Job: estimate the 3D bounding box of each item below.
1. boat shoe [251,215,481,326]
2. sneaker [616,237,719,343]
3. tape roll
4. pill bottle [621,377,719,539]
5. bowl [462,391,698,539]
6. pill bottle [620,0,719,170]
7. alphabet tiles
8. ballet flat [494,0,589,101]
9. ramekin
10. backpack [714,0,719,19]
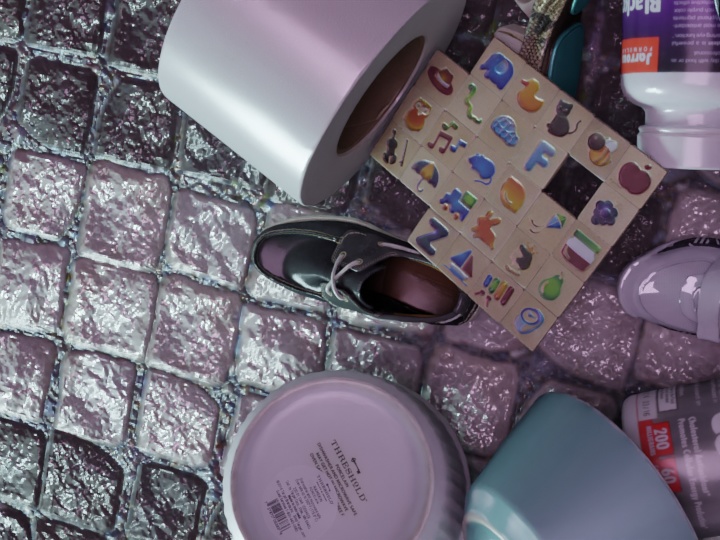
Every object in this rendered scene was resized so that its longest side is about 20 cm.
[{"bbox_3d":[0.000,0.000,1.004,0.199,0.068,0.072,15,102,16],"label":"boat shoe"},{"bbox_3d":[0.283,0.024,0.896,0.199,0.115,0.076,6,102,15],"label":"sneaker"},{"bbox_3d":[-0.035,-0.168,0.924,0.139,0.203,0.203,37,105,9],"label":"tape roll"},{"bbox_3d":[0.301,0.129,0.906,0.199,0.114,0.115,-13,93,17],"label":"pill bottle"},{"bbox_3d":[0.148,0.202,0.903,0.105,0.201,0.202,-30,87,-19],"label":"bowl"},{"bbox_3d":[0.243,-0.174,0.888,0.111,0.111,0.201,3,97,16],"label":"pill bottle"},{"bbox_3d":[0.103,-0.067,0.930,0.200,0.008,0.168,42,113,20],"label":"alphabet tiles"},{"bbox_3d":[0.140,-0.194,0.925,0.075,0.068,0.201,27,128,23],"label":"ballet flat"},{"bbox_3d":[-0.014,0.172,0.970,0.199,0.105,0.202,-3,73,8],"label":"ramekin"},{"bbox_3d":[0.307,-0.188,0.744,0.150,0.200,0.178,-24,62,-20],"label":"backpack"}]
